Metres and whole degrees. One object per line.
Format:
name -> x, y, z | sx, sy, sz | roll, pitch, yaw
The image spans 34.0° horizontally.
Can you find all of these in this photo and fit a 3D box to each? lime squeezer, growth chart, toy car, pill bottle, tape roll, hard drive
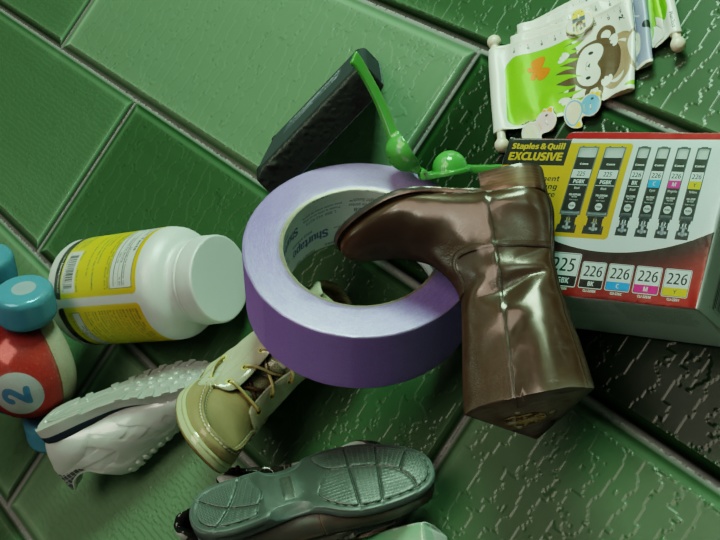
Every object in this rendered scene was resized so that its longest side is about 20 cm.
lime squeezer -> 0.067, -0.109, 1.014 | 0.071, 0.198, 0.038 | -65, 8, -10
growth chart -> 0.195, -0.195, 1.046 | 0.198, 0.018, 0.146 | -27, 54, 26
toy car -> -0.408, 0.107, 1.194 | 0.199, 0.187, 0.176 | -26, 37, -32
pill bottle -> -0.213, 0.016, 1.192 | 0.198, 0.112, 0.114 | -5, 64, 36
tape roll -> 0.000, 0.000, 0.991 | 0.197, 0.066, 0.202 | 0, 47, 0
hard drive -> -0.037, -0.146, 1.114 | 0.140, 0.033, 0.200 | -45, 10, 11

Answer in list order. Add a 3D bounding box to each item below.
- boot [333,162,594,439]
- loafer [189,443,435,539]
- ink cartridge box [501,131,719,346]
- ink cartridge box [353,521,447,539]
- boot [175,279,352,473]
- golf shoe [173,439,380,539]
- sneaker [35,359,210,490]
boot -> 0.071, 0.034, 0.878 | 0.184, 0.064, 0.203 | -18, 63, 23
loafer -> -0.035, 0.191, 0.946 | 0.197, 0.064, 0.072 | -11, 38, 0
ink cartridge box -> 0.204, -0.046, 0.915 | 0.198, 0.084, 0.178 | 5, 71, 40
ink cartridge box -> -0.002, 0.312, 0.916 | 0.159, 0.050, 0.202 | -20, 54, 29
boot -> -0.075, 0.084, 1.026 | 0.154, 0.072, 0.200 | -37, 9, 13
golf shoe -> -0.069, 0.198, 0.997 | 0.199, 0.094, 0.078 | -33, 50, 19
sneaker -> -0.217, 0.151, 1.160 | 0.198, 0.081, 0.076 | -19, 12, 11
